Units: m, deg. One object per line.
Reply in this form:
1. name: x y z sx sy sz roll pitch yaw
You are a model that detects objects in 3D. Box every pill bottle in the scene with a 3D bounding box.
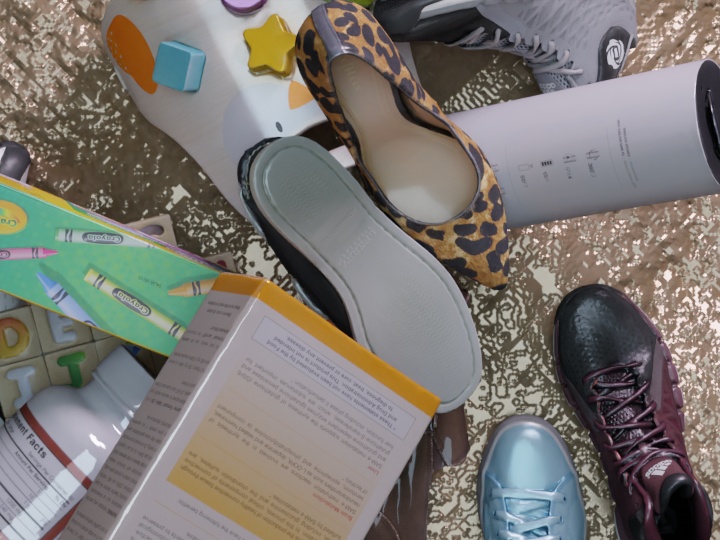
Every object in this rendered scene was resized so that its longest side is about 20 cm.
1. pill bottle: -0.188 0.143 0.992 0.200 0.112 0.112 -44 88 -6

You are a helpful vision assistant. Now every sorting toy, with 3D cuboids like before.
1. sorting toy: -0.048 -0.128 1.029 0.200 0.107 0.180 -27 79 0

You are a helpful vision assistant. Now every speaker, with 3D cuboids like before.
1. speaker: 0.129 -0.072 1.006 0.200 0.081 0.081 -10 88 31

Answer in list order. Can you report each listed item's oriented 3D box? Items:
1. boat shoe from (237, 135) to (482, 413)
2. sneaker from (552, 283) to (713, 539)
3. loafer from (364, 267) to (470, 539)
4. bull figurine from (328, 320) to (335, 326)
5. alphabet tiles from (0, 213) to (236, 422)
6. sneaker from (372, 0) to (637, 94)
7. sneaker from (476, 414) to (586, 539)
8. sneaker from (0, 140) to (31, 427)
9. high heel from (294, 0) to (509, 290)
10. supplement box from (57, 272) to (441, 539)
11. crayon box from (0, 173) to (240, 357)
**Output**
1. boat shoe: 0.000 0.000 0.986 0.076 0.060 0.200 -37 105 -13
2. sneaker: 0.181 0.102 1.027 0.075 0.116 0.200 -20 88 0
3. loafer: 0.037 0.097 1.058 0.071 0.073 0.201 16 93 -10
4. bull figurine: -0.042 0.120 1.031 0.065 0.121 0.200 18 83 -2
5. alphabet tiles: -0.148 0.072 1.055 0.166 0.006 0.201 -15 100 -12
6. sneaker: 0.104 -0.141 1.031 0.200 0.075 0.116 -20 109 -26
7. sneaker: 0.113 0.193 1.041 0.074 0.082 0.201 -3 88 -1
8. sneaker: -0.244 0.015 1.064 0.080 0.074 0.200 17 92 -15
9. high heel: 0.027 -0.062 0.926 0.071 0.143 0.200 -31 97 9
10. supplement box: -0.066 0.118 0.858 0.126 0.073 0.200 36 78 -22
11. crayon box: -0.153 0.000 0.980 0.200 0.119 0.058 23 90 -16
